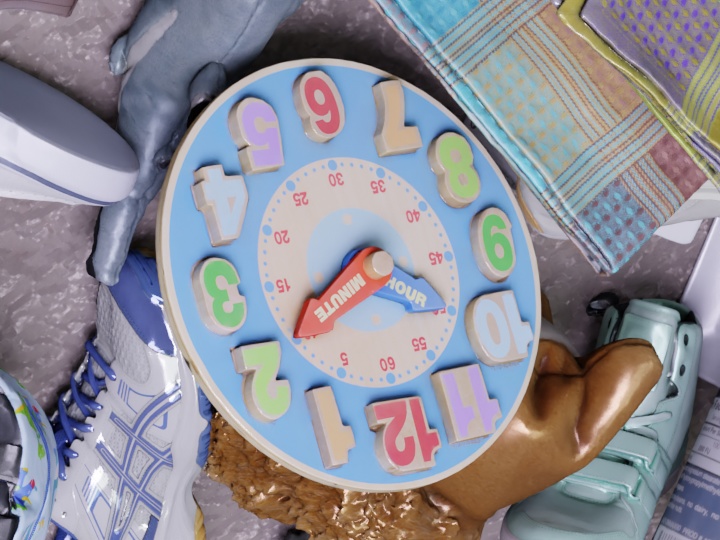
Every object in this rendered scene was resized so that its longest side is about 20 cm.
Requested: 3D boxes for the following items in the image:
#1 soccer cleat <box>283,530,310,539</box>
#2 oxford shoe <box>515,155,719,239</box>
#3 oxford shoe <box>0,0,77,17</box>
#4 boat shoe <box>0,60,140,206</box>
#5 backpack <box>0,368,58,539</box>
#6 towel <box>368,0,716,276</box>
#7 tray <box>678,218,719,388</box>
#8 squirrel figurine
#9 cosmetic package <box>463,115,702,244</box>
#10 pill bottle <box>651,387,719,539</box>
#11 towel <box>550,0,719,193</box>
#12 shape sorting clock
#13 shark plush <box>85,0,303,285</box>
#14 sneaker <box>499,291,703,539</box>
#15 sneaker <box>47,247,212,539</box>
[{"bbox_3d":[-0.041,0.207,1.290,0.200,0.065,0.084,-48,129,5],"label":"soccer cleat"},{"bbox_3d":[0.157,-0.053,1.163,0.200,0.075,0.058,-8,161,-26],"label":"oxford shoe"},{"bbox_3d":[-0.209,-0.134,1.052,0.200,0.071,0.073,-3,121,-22],"label":"oxford shoe"},{"bbox_3d":[-0.203,-0.055,1.086,0.202,0.075,0.086,20,113,-21],"label":"boat shoe"},{"bbox_3d":[-0.233,0.081,1.077,0.200,0.154,0.163,8,80,14],"label":"backpack"},{"bbox_3d":[0.094,-0.116,1.098,0.147,0.022,0.200,-43,98,-24],"label":"towel"},{"bbox_3d":[0.241,-0.021,1.290,0.022,0.107,0.200,-8,123,-58],"label":"tray"},{"bbox_3d":[0.006,0.047,1.194,0.187,0.142,0.200,36,94,-26],"label":"squirrel figurine"},{"bbox_3d":[0.146,-0.127,1.200,0.113,0.081,0.200,16,108,-27],"label":"cosmetic package"},{"bbox_3d":[0.223,0.107,1.217,0.120,0.120,0.200,25,89,-31],"label":"pill bottle"},{"bbox_3d":[0.182,-0.140,1.116,0.144,0.023,0.200,45,67,-17],"label":"towel"},{"bbox_3d":[0.000,0.000,1.088,0.200,0.039,0.200,9,74,-33],"label":"shape sorting clock"},{"bbox_3d":[-0.085,-0.090,1.116,0.091,0.083,0.200,34,97,-32],"label":"shark plush"},{"bbox_3d":[0.123,0.078,1.246,0.074,0.200,0.118,12,112,17],"label":"sneaker"},{"bbox_3d":[-0.123,0.087,1.190,0.088,0.075,0.200,-9,116,-19],"label":"sneaker"}]
